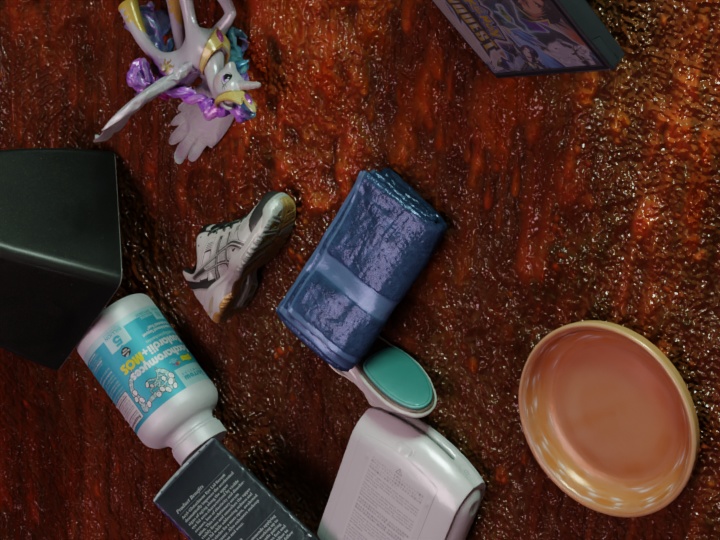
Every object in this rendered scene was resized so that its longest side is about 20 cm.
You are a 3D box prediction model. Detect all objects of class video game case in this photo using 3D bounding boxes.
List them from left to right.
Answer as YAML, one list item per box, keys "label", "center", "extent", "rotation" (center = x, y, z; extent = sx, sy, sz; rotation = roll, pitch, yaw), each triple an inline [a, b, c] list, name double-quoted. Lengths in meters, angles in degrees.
- label: "video game case"
  center: [0.120, -0.253, 1.467]
  extent: [0.200, 0.026, 0.180]
  rotation: [47, 161, -24]

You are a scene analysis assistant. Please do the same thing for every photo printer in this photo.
- label: "photo printer"
  center: [0.046, 0.255, 1.799]
  extent: [0.166, 0.069, 0.201]
  rotation: [35, 126, 26]

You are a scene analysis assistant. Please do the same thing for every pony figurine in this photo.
- label: "pony figurine"
  center: [-0.195, -0.219, 1.784]
  extent: [0.193, 0.166, 0.202]
  rotation: [-35, 68, 35]

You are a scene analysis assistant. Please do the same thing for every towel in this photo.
- label: "towel"
  center: [0.000, 0.000, 1.715]
  extent: [0.111, 0.048, 0.201]
  rotation: [41, 110, 20]

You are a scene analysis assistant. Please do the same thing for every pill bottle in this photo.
- label: "pill bottle"
  center: [-0.246, 0.135, 1.973]
  extent: [0.201, 0.110, 0.111]
  rotation: [51, 131, 12]

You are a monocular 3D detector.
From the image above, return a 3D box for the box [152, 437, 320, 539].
- label: "box"
  center: [-0.126, 0.312, 1.900]
  extent: [0.200, 0.104, 0.148]
  rotation: [40, 168, 22]

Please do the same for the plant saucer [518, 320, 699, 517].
- label: "plant saucer"
  center: [0.246, 0.142, 1.608]
  extent: [0.199, 0.037, 0.202]
  rotation: [17, 118, 35]

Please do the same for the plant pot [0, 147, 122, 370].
- label: "plant pot"
  center: [-0.407, -0.029, 1.947]
  extent: [0.200, 0.176, 0.201]
  rotation: [-49, 38, 41]

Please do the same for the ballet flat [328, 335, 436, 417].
- label: "ballet flat"
  center: [0.009, 0.106, 1.782]
  extent: [0.200, 0.069, 0.070]
  rotation: [40, 129, 30]

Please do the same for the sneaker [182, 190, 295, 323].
- label: "sneaker"
  center: [-0.146, -0.029, 1.848]
  extent: [0.088, 0.075, 0.200]
  rotation: [48, 130, 15]
